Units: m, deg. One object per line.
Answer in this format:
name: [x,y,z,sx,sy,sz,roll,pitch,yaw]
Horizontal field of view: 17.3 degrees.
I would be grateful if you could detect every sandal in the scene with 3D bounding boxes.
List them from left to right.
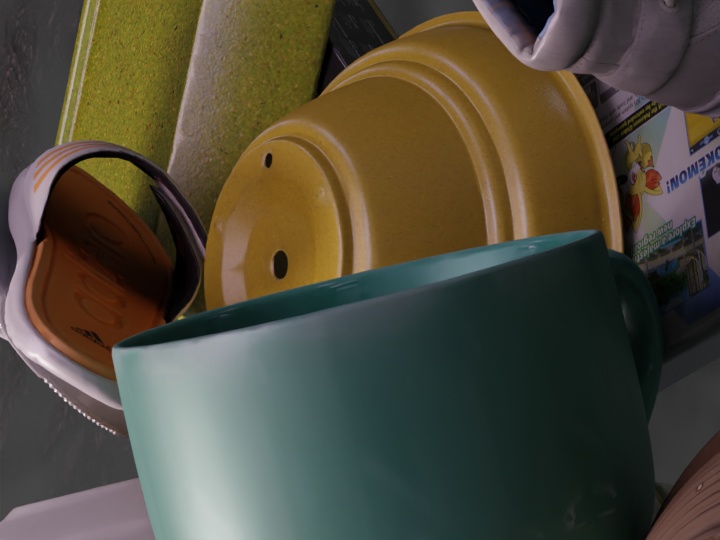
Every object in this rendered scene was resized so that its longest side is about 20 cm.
sandal: [-0.088,-0.009,0.897,0.059,0.079,0.207,-53,17,12]

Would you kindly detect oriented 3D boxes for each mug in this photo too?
mug: [0.027,0.056,0.716,0.152,0.185,0.115,180,77,-79]

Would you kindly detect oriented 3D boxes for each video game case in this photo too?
video game case: [0.126,-0.069,0.791,0.200,0.022,0.183,-37,51,52]

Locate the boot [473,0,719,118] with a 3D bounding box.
boot: [0.072,-0.140,0.785,0.074,0.095,0.200,-55,38,39]

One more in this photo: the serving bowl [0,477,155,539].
serving bowl: [-0.088,0.116,0.937,0.200,0.200,0.066,-19,83,59]

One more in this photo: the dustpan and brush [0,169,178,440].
dustpan and brush: [-0.101,0.038,0.981,0.057,0.200,0.140,-51,32,13]

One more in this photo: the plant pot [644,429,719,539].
plant pot: [0.128,0.117,0.605,0.201,0.093,0.201,-7,80,44]

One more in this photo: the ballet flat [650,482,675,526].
ballet flat: [0.079,0.107,0.793,0.200,0.068,0.075,-22,43,60]

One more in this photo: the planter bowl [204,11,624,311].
planter bowl: [0.000,0.000,0.865,0.200,0.083,0.201,-9,79,53]

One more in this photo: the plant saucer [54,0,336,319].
plant saucer: [-0.085,-0.079,1.057,0.200,0.048,0.200,21,100,61]

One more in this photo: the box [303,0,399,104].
box: [-0.032,-0.043,1.048,0.160,0.049,0.200,-64,33,25]
